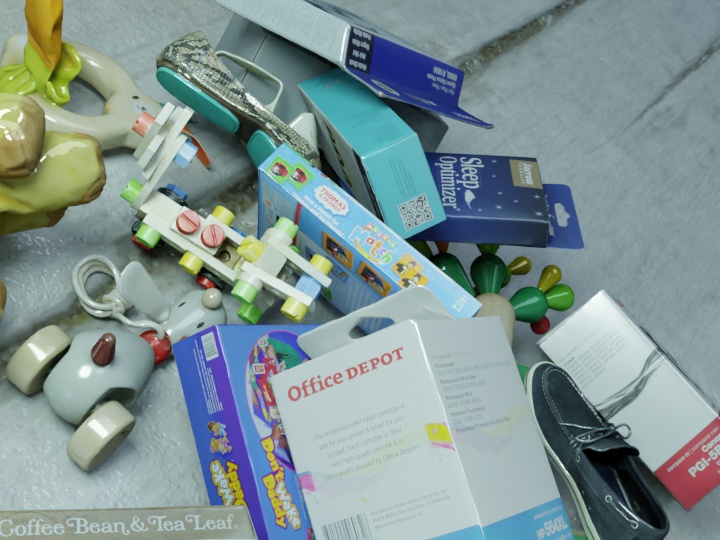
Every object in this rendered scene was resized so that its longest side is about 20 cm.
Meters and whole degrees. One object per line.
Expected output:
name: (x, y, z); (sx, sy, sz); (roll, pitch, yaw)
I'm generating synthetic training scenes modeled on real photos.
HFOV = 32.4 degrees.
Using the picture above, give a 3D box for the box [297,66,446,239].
box: (0.006, -0.103, 1.038); (0.200, 0.049, 0.082); (-125, -168, -59)

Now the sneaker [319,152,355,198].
sneaker: (-0.022, -0.031, 1.120); (0.078, 0.070, 0.200); (-5, 49, -41)

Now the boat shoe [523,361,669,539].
boat shoe: (0.201, 0.156, 1.049); (0.075, 0.062, 0.200); (6, 47, -36)

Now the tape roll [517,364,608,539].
tape roll: (0.155, 0.176, 1.078); (0.200, 0.048, 0.201); (25, 39, -22)

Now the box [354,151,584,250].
box: (0.095, -0.065, 1.099); (0.200, 0.032, 0.121); (4, 32, -1)

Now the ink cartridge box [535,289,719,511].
ink cartridge box: (0.267, 0.115, 1.168); (0.200, 0.083, 0.147); (49, 9, 9)

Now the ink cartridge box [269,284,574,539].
ink cartridge box: (0.040, 0.120, 0.846); (0.125, 0.128, 0.200); (1, 70, -56)

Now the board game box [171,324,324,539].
board game box: (-0.048, 0.138, 0.868); (0.134, 0.045, 0.200); (4, 67, -55)

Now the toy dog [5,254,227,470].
toy dog: (-0.159, 0.048, 0.887); (0.132, 0.096, 0.200); (34, 37, -11)

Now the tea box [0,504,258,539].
tea box: (-0.147, 0.242, 0.667); (0.200, 0.134, 0.197); (8, 48, -37)

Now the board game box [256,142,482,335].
board game box: (0.000, 0.000, 1.009); (0.200, 0.151, 0.037); (41, 71, 10)

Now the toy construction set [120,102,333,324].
toy construction set: (-0.117, -0.034, 0.975); (0.092, 0.131, 0.200); (-43, 96, -16)

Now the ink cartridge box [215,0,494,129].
ink cartridge box: (0.005, -0.195, 1.092); (0.200, 0.041, 0.199); (34, 15, 29)

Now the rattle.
rattle: (-0.197, -0.172, 1.051); (0.200, 0.143, 0.130); (17, 24, -20)

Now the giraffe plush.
giraffe plush: (-0.278, -0.020, 0.822); (0.200, 0.172, 0.163); (17, 63, -45)

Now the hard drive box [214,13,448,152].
hard drive box: (-0.033, -0.172, 1.198); (0.200, 0.077, 0.156); (25, 16, -22)

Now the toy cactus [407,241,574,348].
toy cactus: (0.109, 0.020, 1.143); (0.200, 0.102, 0.165); (31, 38, -26)

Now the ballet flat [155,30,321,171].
ballet flat: (-0.086, -0.132, 1.071); (0.200, 0.068, 0.075); (44, 68, -3)
